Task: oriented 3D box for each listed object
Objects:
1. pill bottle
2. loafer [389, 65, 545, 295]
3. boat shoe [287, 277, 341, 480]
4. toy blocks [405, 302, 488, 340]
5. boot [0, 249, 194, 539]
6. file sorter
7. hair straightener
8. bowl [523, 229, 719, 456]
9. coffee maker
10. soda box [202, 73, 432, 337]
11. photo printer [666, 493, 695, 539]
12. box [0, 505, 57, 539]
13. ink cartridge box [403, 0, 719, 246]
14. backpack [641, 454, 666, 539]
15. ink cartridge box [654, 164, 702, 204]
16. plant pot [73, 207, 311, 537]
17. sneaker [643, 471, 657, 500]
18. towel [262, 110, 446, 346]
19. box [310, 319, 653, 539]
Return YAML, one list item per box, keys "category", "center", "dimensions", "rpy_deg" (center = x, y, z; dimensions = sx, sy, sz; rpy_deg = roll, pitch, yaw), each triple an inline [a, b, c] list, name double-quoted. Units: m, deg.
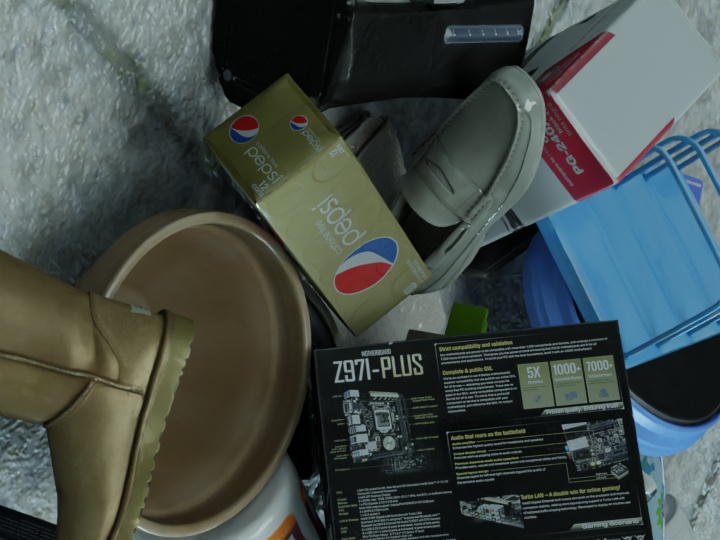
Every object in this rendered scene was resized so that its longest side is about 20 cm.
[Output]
- category: "pill bottle"
  center: [-0.066, 0.214, 1.559]
  dimensions: [0.114, 0.114, 0.200]
  rpy_deg: [-49, 134, -32]
- category: "loafer"
  center: [0.063, -0.054, 1.575]
  dimensions: [0.070, 0.070, 0.200]
  rpy_deg: [-18, 147, -39]
- category: "boat shoe"
  center: [-0.053, 0.064, 1.571]
  dimensions: [0.063, 0.073, 0.200]
  rpy_deg: [-58, 143, -29]
- category: "toy blocks"
  center: [0.051, 0.140, 1.633]
  dimensions: [0.137, 0.100, 0.200]
  rpy_deg: [63, 39, -61]
- category: "boot"
  center: [-0.210, 0.071, 1.308]
  dimensions: [0.200, 0.066, 0.176]
  rpy_deg: [18, 81, -16]
- category: "file sorter"
  center: [0.248, -0.029, 1.736]
  dimensions: [0.200, 0.123, 0.139]
  rpy_deg: [-15, 76, -51]
- category: "hair straightener"
  center: [0.134, -0.032, 1.819]
  dimensions: [0.200, 0.041, 0.077]
  rpy_deg: [-31, 131, -49]
- category: "bowl"
  center: [0.205, 0.040, 1.773]
  dimensions: [0.200, 0.039, 0.201]
  rpy_deg: [28, 46, -33]
- category: "coffee maker"
  center: [0.004, -0.158, 1.561]
  dimensions: [0.200, 0.135, 0.192]
  rpy_deg: [-6, 134, -50]
- category: "soda box"
  center: [-0.024, -0.038, 1.478]
  dimensions: [0.068, 0.064, 0.200]
  rpy_deg: [-38, 150, -2]
- category: "photo printer"
  center: [0.220, 0.292, 1.979]
  dimensions: [0.200, 0.069, 0.167]
  rpy_deg: [-40, 128, -39]
- category: "box"
  center: [-0.246, 0.236, 1.342]
  dimensions: [0.200, 0.107, 0.149]
  rpy_deg: [-16, 113, -48]
- category: "ink cartridge box"
  center: [0.133, -0.103, 1.655]
  dimensions: [0.083, 0.200, 0.145]
  rpy_deg: [51, 55, -10]
- category: "backpack"
  center: [0.133, 0.178, 1.777]
  dimensions: [0.200, 0.147, 0.184]
  rpy_deg: [-11, 104, -44]
- category: "ink cartridge box"
  center: [0.222, 0.014, 1.916]
  dimensions: [0.119, 0.042, 0.200]
  rpy_deg: [9, 98, -62]
- category: "plant pot"
  center: [-0.129, 0.057, 1.452]
  dimensions: [0.201, 0.093, 0.201]
  rpy_deg: [-16, 111, -48]
- category: "sneaker"
  center: [0.113, 0.190, 1.653]
  dimensions: [0.200, 0.081, 0.075]
  rpy_deg: [-38, 169, -19]
- category: "towel"
  center: [0.000, 0.000, 1.651]
  dimensions: [0.133, 0.034, 0.200]
  rpy_deg: [-45, 132, -34]
- category: "box"
  center: [0.074, 0.129, 1.506]
  dimensions: [0.086, 0.199, 0.164]
  rpy_deg: [94, -11, -68]
